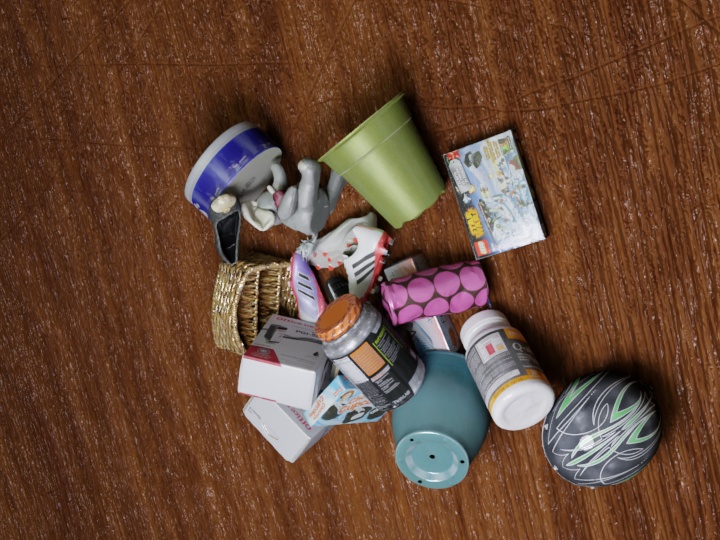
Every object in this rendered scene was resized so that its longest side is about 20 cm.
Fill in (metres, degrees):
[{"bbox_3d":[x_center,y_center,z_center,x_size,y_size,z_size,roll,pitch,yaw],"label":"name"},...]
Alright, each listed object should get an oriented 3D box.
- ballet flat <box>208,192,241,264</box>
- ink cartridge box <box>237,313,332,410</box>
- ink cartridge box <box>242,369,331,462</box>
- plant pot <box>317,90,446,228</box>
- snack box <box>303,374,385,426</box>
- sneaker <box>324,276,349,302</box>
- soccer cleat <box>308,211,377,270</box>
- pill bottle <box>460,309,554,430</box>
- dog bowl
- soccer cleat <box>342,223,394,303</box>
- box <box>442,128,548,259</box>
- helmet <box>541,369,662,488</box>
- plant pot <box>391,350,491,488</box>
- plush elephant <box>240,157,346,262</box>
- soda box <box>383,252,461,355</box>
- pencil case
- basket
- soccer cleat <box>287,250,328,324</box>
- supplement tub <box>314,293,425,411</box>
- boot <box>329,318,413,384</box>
[{"bbox_3d":[-0.250,-0.083,1.613,0.057,0.066,0.201,59,163,24],"label":"ballet flat"},{"bbox_3d":[-0.136,0.171,1.625,0.144,0.200,0.084,12,112,6],"label":"ink cartridge box"},{"bbox_3d":[-0.118,0.269,1.694,0.145,0.199,0.088,43,123,11],"label":"ink cartridge box"},{"bbox_3d":[0.055,-0.186,1.529,0.199,0.200,0.191,-34,97,28],"label":"plant pot"},{"bbox_3d":[-0.004,0.250,1.640,0.116,0.198,0.037,-49,57,26],"label":"snack box"},{"bbox_3d":[-0.021,0.111,1.688,0.087,0.075,0.201,-40,83,33],"label":"sneaker"},{"bbox_3d":[-0.037,-0.056,1.666,0.069,0.078,0.198,40,142,-27],"label":"soccer cleat"},{"bbox_3d":[0.253,0.171,1.490,0.117,0.115,0.201,-52,36,26],"label":"pill bottle"},{"bbox_3d":[-0.247,-0.190,1.657,0.079,0.200,0.201,41,116,9],"label":"dog bowl"},{"bbox_3d":[0.000,0.000,1.586,0.084,0.069,0.202,26,129,10],"label":"soccer cleat"},{"bbox_3d":[0.243,-0.135,1.516,0.135,0.040,0.203,-16,94,27],"label":"box"},{"bbox_3d":[0.412,0.269,1.438,0.197,0.190,0.204,6,104,24],"label":"helmet"},{"bbox_3d":[0.144,0.283,1.543,0.196,0.189,0.203,6,122,10],"label":"plant pot"},{"bbox_3d":[-0.134,-0.137,1.633,0.153,0.164,0.203,22,107,24],"label":"plush elephant"},{"bbox_3d":[0.119,0.072,1.613,0.068,0.063,0.203,-22,91,28],"label":"soda box"},{"bbox_3d":[0.135,0.046,1.533,0.197,0.091,0.095,-10,134,-11],"label":"pencil case"},{"bbox_3d":[-0.211,0.075,1.732,0.147,0.142,0.203,13,108,24],"label":"basket"},{"bbox_3d":[-0.101,0.050,1.705,0.075,0.067,0.203,-2,117,6],"label":"soccer cleat"},{"bbox_3d":[0.015,0.144,1.503,0.122,0.123,0.201,-28,116,28],"label":"supplement tub"},{"bbox_3d":[0.017,0.166,1.619,0.136,0.078,0.202,11,132,0],"label":"boot"}]
